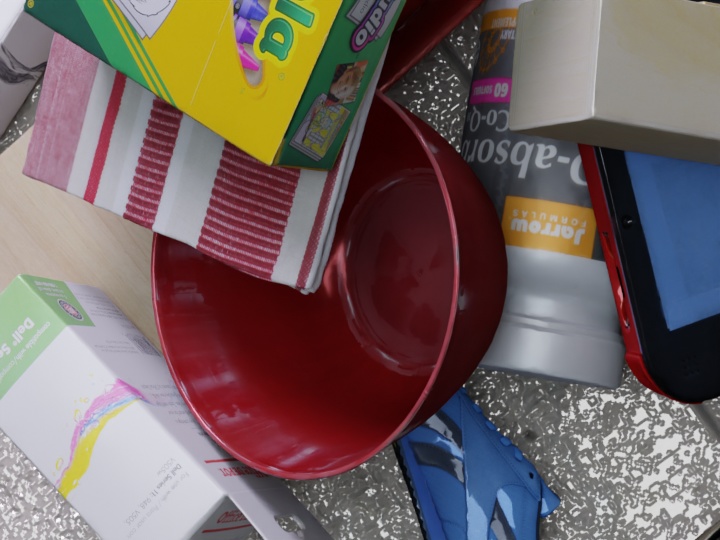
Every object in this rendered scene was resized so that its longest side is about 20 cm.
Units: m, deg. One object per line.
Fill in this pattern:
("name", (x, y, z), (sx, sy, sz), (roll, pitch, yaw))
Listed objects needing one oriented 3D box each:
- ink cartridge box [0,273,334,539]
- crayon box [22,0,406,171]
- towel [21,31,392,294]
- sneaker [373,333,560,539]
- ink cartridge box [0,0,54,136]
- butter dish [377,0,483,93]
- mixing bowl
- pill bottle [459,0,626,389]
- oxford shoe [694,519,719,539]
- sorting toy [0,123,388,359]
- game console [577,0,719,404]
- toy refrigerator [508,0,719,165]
("ink cartridge box", (-0.111, 0.097, 1.130), (0.200, 0.117, 0.067), (45, 97, 13))
("crayon box", (-0.049, -0.174, 1.015), (0.172, 0.058, 0.201), (32, 105, 31))
("towel", (-0.079, -0.086, 1.082), (0.199, 0.023, 0.145), (23, 103, 33))
("sneaker", (0.060, 0.106, 1.193), (0.078, 0.066, 0.202), (-19, 81, -1))
("ink cartridge box", (-0.260, -0.146, 1.277), (0.146, 0.083, 0.201), (35, 94, 14))
("butter dish", (-0.027, -0.201, 1.119), (0.200, 0.148, 0.200), (-42, 81, -7))
("mixing bowl", (0.000, 0.000, 1.103), (0.199, 0.108, 0.202), (1, 91, 38))
("pill bottle", (0.108, -0.043, 1.165), (0.115, 0.116, 0.202), (8, 86, 14))
("oxford shoe", (0.239, 0.131, 1.138), (0.200, 0.075, 0.071), (-42, 77, 6))
("sorting toy", (-0.100, -0.016, 1.235), (0.198, 0.070, 0.200), (-40, 78, 6))
("game console", (0.197, -0.046, 1.124), (0.175, 0.031, 0.202), (-16, 97, -21))
("toy refrigerator", (0.177, -0.091, 1.060), (0.198, 0.076, 0.071), (7, 85, -27))
